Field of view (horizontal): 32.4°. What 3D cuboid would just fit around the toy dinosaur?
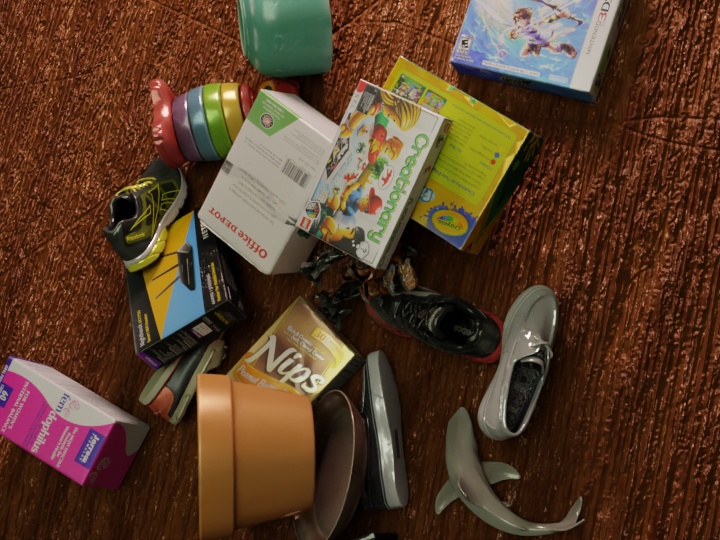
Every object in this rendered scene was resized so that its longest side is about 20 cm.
[{"bbox_3d":[0.000,0.000,1.595,0.136,0.200,0.102,-34,100,-12],"label":"toy dinosaur"}]

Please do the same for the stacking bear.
[{"bbox_3d":[-0.178,-0.214,1.717,0.199,0.114,0.122,-12,60,6],"label":"stacking bear"}]

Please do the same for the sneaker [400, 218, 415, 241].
[{"bbox_3d":[0.069,-0.137,1.621,0.085,0.073,0.200,37,93,12],"label":"sneaker"}]

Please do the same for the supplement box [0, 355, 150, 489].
[{"bbox_3d":[-0.409,0.211,1.709,0.200,0.103,0.101,25,87,21],"label":"supplement box"}]

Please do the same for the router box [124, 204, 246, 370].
[{"bbox_3d":[-0.240,0.019,1.675,0.149,0.051,0.200,-30,43,12],"label":"router box"}]

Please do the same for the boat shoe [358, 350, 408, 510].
[{"bbox_3d":[0.015,0.204,1.575,0.068,0.072,0.201,-10,81,18],"label":"boat shoe"}]

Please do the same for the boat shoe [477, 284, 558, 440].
[{"bbox_3d":[0.201,0.110,1.503,0.072,0.068,0.200,32,74,-18],"label":"boat shoe"}]

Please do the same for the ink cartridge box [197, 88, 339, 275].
[{"bbox_3d":[-0.105,-0.115,1.636,0.146,0.084,0.200,39,111,24],"label":"ink cartridge box"}]

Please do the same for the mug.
[{"bbox_3d":[-0.108,-0.338,1.690,0.114,0.185,0.153,-8,91,-9],"label":"mug"}]

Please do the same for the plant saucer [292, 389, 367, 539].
[{"bbox_3d":[-0.036,0.250,1.542,0.032,0.200,0.201,15,81,-20],"label":"plant saucer"}]

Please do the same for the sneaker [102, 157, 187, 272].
[{"bbox_3d":[-0.298,-0.094,1.713,0.074,0.085,0.200,-17,43,24],"label":"sneaker"}]

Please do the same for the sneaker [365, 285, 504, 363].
[{"bbox_3d":[0.088,0.058,1.562,0.200,0.098,0.071,19,86,25],"label":"sneaker"}]

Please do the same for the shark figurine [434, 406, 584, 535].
[{"bbox_3d":[0.160,0.276,1.495,0.214,0.089,0.128,37,93,25],"label":"shark figurine"}]

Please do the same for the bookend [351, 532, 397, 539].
[{"bbox_3d":[-0.031,0.448,1.521,0.198,0.092,0.201,-21,73,14],"label":"bookend"}]

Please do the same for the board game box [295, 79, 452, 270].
[{"bbox_3d":[0.015,-0.117,1.512,0.126,0.035,0.201,27,98,24],"label":"board game box"}]

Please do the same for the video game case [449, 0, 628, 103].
[{"bbox_3d":[0.238,-0.331,1.623,0.199,0.045,0.182,17,83,23],"label":"video game case"}]

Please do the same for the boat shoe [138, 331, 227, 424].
[{"bbox_3d":[-0.218,0.115,1.682,0.063,0.071,0.200,38,82,-16],"label":"boat shoe"}]

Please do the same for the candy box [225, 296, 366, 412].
[{"bbox_3d":[-0.102,0.147,1.634,0.200,0.055,0.115,-47,69,6],"label":"candy box"}]

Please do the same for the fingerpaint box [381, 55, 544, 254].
[{"bbox_3d":[0.098,-0.142,1.537,0.200,0.073,0.167,33,100,23],"label":"fingerpaint box"}]

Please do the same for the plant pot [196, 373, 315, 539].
[{"bbox_3d":[-0.129,0.224,1.512,0.139,0.200,0.201,-1,76,-7],"label":"plant pot"}]
